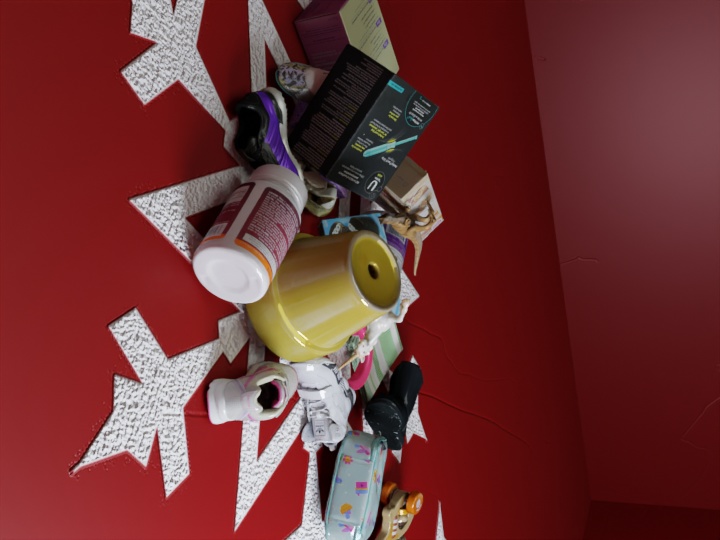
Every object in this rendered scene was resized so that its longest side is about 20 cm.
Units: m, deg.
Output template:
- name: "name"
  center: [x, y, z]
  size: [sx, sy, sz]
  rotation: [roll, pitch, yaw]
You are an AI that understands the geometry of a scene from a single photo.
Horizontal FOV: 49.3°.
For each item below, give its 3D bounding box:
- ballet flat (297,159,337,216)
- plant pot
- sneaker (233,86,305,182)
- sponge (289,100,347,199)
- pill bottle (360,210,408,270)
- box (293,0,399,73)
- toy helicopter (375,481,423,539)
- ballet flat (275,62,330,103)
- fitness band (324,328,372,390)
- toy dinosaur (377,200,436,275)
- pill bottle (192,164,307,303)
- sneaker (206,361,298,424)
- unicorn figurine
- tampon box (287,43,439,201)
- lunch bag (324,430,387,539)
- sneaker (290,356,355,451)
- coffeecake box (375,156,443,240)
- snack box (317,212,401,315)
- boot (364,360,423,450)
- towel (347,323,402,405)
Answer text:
- name: "ballet flat"
  center: [-0.079, -0.142, 1.371]
  size: [0.200, 0.071, 0.071]
  rotation: [31, 60, -60]
- name: "plant pot"
  center: [-0.047, 0.026, 1.224]
  size: [0.201, 0.189, 0.201]
  rotation: [28, 53, -44]
- name: "sneaker"
  center: [-0.154, -0.181, 1.231]
  size: [0.099, 0.069, 0.200]
  rotation: [-31, 111, -54]
- name: "sponge"
  center: [-0.064, -0.239, 1.455]
  size: [0.200, 0.030, 0.112]
  rotation: [58, 38, -44]
- name: "pill bottle"
  center: [0.025, -0.008, 1.518]
  size: [0.111, 0.111, 0.200]
  rotation: [56, 40, -47]
- name: "box"
  center: [-0.021, -0.424, 1.490]
  size: [0.200, 0.097, 0.176]
  rotation: [67, 32, -34]
- name: "toy helicopter"
  center: [0.057, 0.538, 1.592]
  size: [0.200, 0.079, 0.132]
  rotation: [-45, 137, -44]
- name: "ballet flat"
  center: [-0.059, -0.317, 1.366]
  size: [0.200, 0.072, 0.072]
  rotation: [17, 71, -51]
- name: "fitness band"
  center: [-0.041, 0.133, 1.436]
  size: [0.200, 0.037, 0.144]
  rotation: [53, 44, -39]
- name: "toy dinosaur"
  center: [0.096, -0.078, 1.479]
  size: [0.200, 0.106, 0.060]
  rotation: [41, 24, -50]
- name: "pill bottle"
  center: [-0.155, -0.059, 1.151]
  size: [0.114, 0.114, 0.200]
  rotation: [65, 33, -37]
- name: "sneaker"
  center: [-0.140, 0.186, 1.181]
  size: [0.200, 0.088, 0.081]
  rotation: [-16, 102, -64]
- name: "unicorn figurine"
  center: [0.026, 0.061, 1.333]
  size: [0.074, 0.137, 0.200]
  rotation: [16, 52, -16]
- name: "tampon box"
  center: [0.002, -0.246, 1.332]
  size: [0.200, 0.126, 0.150]
  rotation: [-55, 145, 11]
- name: "lunch bag"
  center: [-0.002, 0.384, 1.409]
  size: [0.160, 0.077, 0.200]
  rotation: [45, 56, -75]
- name: "sneaker"
  center: [-0.068, 0.227, 1.340]
  size: [0.200, 0.075, 0.115]
  rotation: [57, 36, -50]
- name: "coffeecake box"
  center: [0.074, -0.163, 1.545]
  size: [0.073, 0.154, 0.200]
  rotation: [-44, 154, -5]
- name: "snack box"
  center: [0.000, 0.000, 1.421]
  size: [0.037, 0.116, 0.200]
  rotation: [134, -55, -67]
- name: "boot"
  center: [0.073, 0.254, 1.610]
  size: [0.200, 0.076, 0.168]
  rotation: [74, 29, -51]
- name: "towel"
  center: [0.033, 0.157, 1.618]
  size: [0.200, 0.023, 0.153]
  rotation: [-52, 133, -54]
